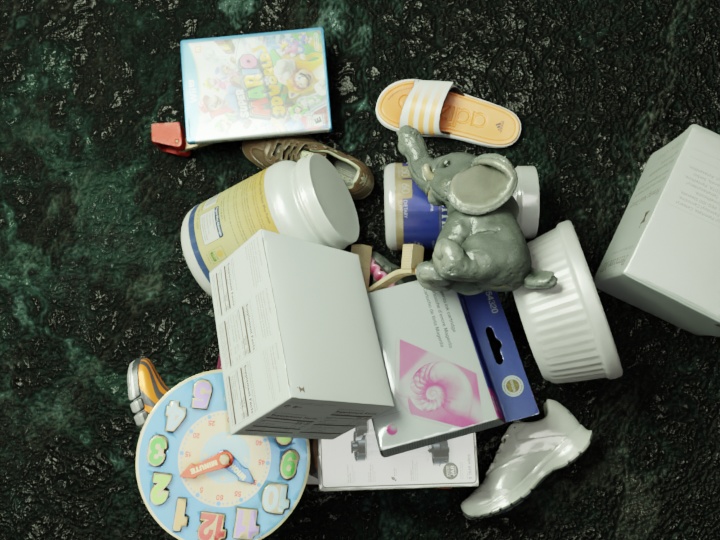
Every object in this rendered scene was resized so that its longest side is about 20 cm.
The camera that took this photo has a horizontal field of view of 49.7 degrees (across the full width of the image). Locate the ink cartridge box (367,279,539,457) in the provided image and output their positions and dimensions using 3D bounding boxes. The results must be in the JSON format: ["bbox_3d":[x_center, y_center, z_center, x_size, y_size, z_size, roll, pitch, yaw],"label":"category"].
[{"bbox_3d":[0.095,0.104,0.947,0.198,0.043,0.198,-16,64,-1],"label":"ink cartridge box"}]

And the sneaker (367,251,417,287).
[{"bbox_3d":[0.084,0.040,1.052,0.200,0.079,0.095,44,61,12],"label":"sneaker"}]

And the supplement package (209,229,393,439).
[{"bbox_3d":[-0.070,0.078,0.895,0.111,0.155,0.202,-34,57,36],"label":"supplement package"}]

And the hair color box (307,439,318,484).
[{"bbox_3d":[0.022,0.233,1.036,0.197,0.061,0.103,0,85,5],"label":"hair color box"}]

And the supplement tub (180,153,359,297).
[{"bbox_3d":[-0.115,-0.053,1.006,0.198,0.144,0.146,-24,83,21],"label":"supplement tub"}]

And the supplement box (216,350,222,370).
[{"bbox_3d":[-0.141,0.154,1.030,0.085,0.110,0.203,9,85,7],"label":"supplement box"}]

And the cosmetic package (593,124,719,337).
[{"bbox_3d":[0.422,-0.042,0.974,0.165,0.167,0.202,26,87,5],"label":"cosmetic package"}]

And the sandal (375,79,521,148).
[{"bbox_3d":[0.123,-0.222,1.068,0.204,0.059,0.080,12,86,6],"label":"sandal"}]

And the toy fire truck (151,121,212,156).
[{"bbox_3d":[-0.189,-0.236,1.094,0.197,0.049,0.143,0,80,4],"label":"toy fire truck"}]

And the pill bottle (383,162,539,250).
[{"bbox_3d":[0.131,-0.087,1.028,0.197,0.116,0.117,-2,85,4],"label":"pill bottle"}]

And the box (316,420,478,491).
[{"bbox_3d":[0.045,0.211,0.975,0.197,0.060,0.118,-4,85,3],"label":"box"}]

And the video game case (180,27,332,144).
[{"bbox_3d":[-0.143,-0.252,1.061,0.197,0.018,0.145,-5,85,1],"label":"video game case"}]

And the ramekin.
[{"bbox_3d":[0.250,0.047,0.972,0.093,0.202,0.205,-18,84,14],"label":"ramekin"}]

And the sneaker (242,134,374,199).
[{"bbox_3d":[-0.074,-0.158,1.069,0.198,0.076,0.071,19,87,7],"label":"sneaker"}]

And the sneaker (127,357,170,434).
[{"bbox_3d":[-0.203,0.188,0.949,0.111,0.078,0.202,-22,92,1],"label":"sneaker"}]

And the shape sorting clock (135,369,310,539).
[{"bbox_3d":[-0.155,0.215,0.890,0.197,0.039,0.203,2,82,-11],"label":"shape sorting clock"}]

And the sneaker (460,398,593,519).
[{"bbox_3d":[0.208,0.252,1.024,0.199,0.075,0.087,-37,71,-6],"label":"sneaker"}]

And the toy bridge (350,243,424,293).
[{"bbox_3d":[0.000,0.000,1.018,0.199,0.027,0.068,2,84,42],"label":"toy bridge"}]

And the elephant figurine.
[{"bbox_3d":[0.131,-0.079,0.915,0.154,0.141,0.203,11,76,-25],"label":"elephant figurine"}]
